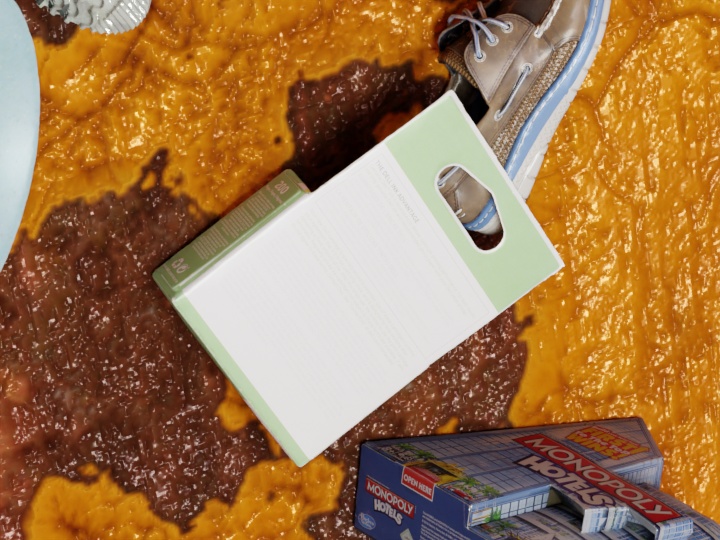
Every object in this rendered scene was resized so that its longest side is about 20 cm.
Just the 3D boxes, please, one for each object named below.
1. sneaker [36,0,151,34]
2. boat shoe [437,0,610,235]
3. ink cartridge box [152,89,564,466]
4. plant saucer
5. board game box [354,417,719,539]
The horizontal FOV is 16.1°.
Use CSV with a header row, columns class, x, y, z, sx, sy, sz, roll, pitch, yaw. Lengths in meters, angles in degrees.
class,x,y,z,sx,sy,sz,roll,pitch,yaw
sneaker,-0.180,-0.209,1.309,0.200,0.100,0.070,36,134,-9
boat shoe,0.084,-0.119,1.469,0.072,0.072,0.201,13,102,-28
ink cartridge box,0.000,0.000,1.475,0.200,0.048,0.146,-38,120,-4
plant saucer,-0.230,-0.054,1.310,0.201,0.038,0.203,13,90,-71
board game box,0.135,0.150,1.548,0.199,0.200,0.062,-10,115,-38
